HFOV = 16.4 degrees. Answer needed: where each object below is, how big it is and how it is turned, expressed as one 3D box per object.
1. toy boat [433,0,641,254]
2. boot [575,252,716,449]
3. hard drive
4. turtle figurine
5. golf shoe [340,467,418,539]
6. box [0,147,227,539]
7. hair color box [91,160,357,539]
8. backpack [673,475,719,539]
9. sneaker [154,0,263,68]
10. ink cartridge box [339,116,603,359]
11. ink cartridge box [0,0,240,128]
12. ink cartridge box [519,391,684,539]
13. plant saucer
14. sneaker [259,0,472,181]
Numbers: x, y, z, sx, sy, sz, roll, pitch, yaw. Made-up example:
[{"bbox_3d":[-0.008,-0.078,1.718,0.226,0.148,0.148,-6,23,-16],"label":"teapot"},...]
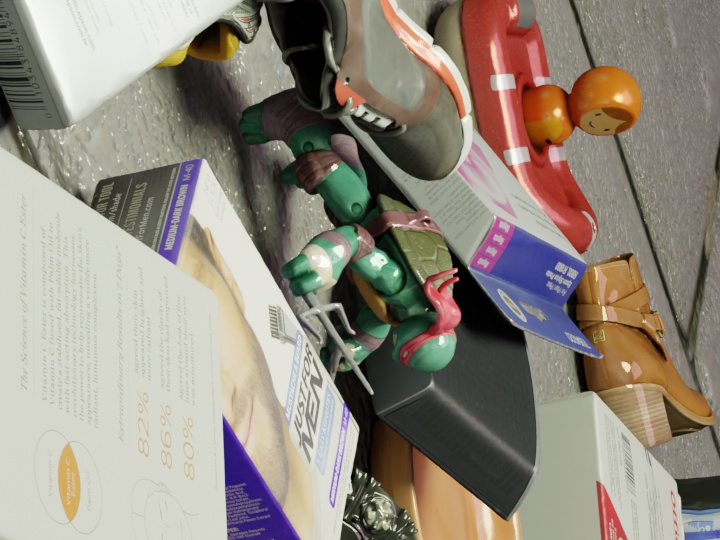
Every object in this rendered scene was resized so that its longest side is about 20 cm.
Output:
[{"bbox_3d":[0.137,-0.109,1.779,0.130,0.131,0.200,-12,90,-70],"label":"toy boat"},{"bbox_3d":[0.228,0.062,2.024,0.200,0.074,0.155,-4,79,-72],"label":"boot"},{"bbox_3d":[0.053,0.043,1.503,0.135,0.042,0.200,41,26,-31],"label":"hard drive"},{"bbox_3d":[0.000,0.000,1.370,0.150,0.101,0.200,80,-11,-58],"label":"turtle figurine"},{"bbox_3d":[0.004,0.178,1.376,0.077,0.088,0.200,-47,113,-17],"label":"golf shoe"},{"bbox_3d":[-0.141,0.059,0.980,0.200,0.106,0.153,39,44,-61],"label":"box"},{"bbox_3d":[-0.070,0.057,1.215,0.109,0.065,0.200,-80,150,-44],"label":"hair color box"},{"bbox_3d":[0.284,0.261,1.911,0.154,0.200,0.191,-42,123,-58],"label":"backpack"},{"bbox_3d":[-0.083,-0.153,1.313,0.200,0.078,0.082,-33,114,-59],"label":"sneaker"},{"bbox_3d":[0.077,-0.039,1.578,0.200,0.043,0.196,50,11,20],"label":"ink cartridge box"},{"bbox_3d":[-0.119,-0.197,1.152,0.200,0.043,0.197,-42,121,-41],"label":"ink cartridge box"},{"bbox_3d":[0.164,0.190,1.761,0.200,0.084,0.145,44,39,-56],"label":"ink cartridge box"},{"bbox_3d":[0.052,0.148,1.552,0.200,0.037,0.200,-11,90,-71],"label":"plant saucer"},{"bbox_3d":[-0.008,-0.105,1.326,0.200,0.077,0.082,56,50,-40],"label":"sneaker"}]
